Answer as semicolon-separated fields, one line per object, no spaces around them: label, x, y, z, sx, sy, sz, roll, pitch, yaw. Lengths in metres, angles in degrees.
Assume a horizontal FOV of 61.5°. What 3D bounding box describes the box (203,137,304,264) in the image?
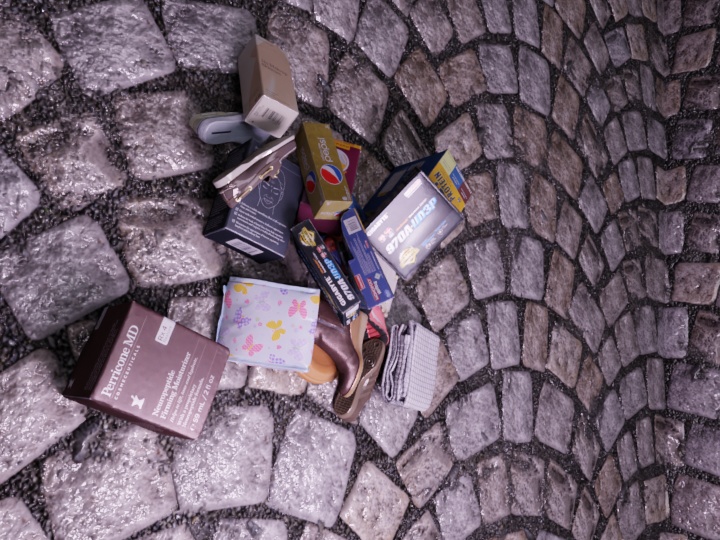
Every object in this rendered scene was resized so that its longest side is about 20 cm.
box;-0.217;-0.140;1.260;0.147;0.106;0.205;27;67;-34

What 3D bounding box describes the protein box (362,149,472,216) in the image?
protein box;0.139;-0.168;1.520;0.136;0.196;0.201;52;55;-23

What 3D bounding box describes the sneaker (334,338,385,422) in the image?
sneaker;0.003;0.259;1.427;0.203;0.069;0.076;-59;147;-15

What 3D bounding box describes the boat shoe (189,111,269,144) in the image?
boat shoe;-0.266;-0.306;1.268;0.062;0.073;0.198;40;29;23

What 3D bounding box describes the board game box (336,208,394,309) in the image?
board game box;0.000;0.000;1.294;0.060;0.200;0.204;-22;76;-8

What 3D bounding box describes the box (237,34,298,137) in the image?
box;-0.198;-0.391;1.281;0.093;0.077;0.204;17;47;-39

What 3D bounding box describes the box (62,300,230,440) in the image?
box;-0.365;0.176;1.044;0.198;0.162;0.170;33;63;-33

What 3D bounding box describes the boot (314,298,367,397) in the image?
boot;-0.072;0.165;1.340;0.163;0.072;0.206;17;74;-26

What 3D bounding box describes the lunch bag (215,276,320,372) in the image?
lunch bag;-0.190;0.110;1.234;0.194;0.127;0.175;8;79;-9

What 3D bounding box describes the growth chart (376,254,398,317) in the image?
growth chart;0.058;0.004;1.485;0.147;0.017;0.203;-66;150;-41

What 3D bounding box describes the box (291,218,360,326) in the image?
box;-0.070;0.008;1.256;0.045;0.159;0.202;-31;79;-9

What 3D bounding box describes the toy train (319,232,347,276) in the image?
toy train;-0.059;-0.094;1.392;0.116;0.084;0.201;-47;115;-17

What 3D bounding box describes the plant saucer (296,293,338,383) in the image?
plant saucer;-0.085;0.155;1.383;0.196;0.037;0.207;7;79;-40

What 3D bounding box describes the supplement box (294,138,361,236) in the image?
supplement box;-0.071;-0.191;1.349;0.107;0.086;0.204;14;59;-8

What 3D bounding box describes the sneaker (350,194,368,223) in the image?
sneaker;-0.021;-0.150;1.463;0.199;0.065;0.080;37;56;-30

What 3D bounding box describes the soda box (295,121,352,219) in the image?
soda box;-0.081;-0.209;1.261;0.066;0.064;0.204;-2;61;-30

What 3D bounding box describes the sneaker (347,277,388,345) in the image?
sneaker;0.009;0.089;1.449;0.088;0.072;0.203;-88;157;-59

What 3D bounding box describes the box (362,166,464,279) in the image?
box;0.113;-0.105;1.364;0.200;0.046;0.159;-45;112;9

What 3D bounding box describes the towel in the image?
towel;0.120;0.236;1.494;0.165;0.084;0.206;31;63;-57

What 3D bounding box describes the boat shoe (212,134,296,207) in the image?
boat shoe;-0.195;-0.197;1.174;0.199;0.071;0.060;-42;115;-31
